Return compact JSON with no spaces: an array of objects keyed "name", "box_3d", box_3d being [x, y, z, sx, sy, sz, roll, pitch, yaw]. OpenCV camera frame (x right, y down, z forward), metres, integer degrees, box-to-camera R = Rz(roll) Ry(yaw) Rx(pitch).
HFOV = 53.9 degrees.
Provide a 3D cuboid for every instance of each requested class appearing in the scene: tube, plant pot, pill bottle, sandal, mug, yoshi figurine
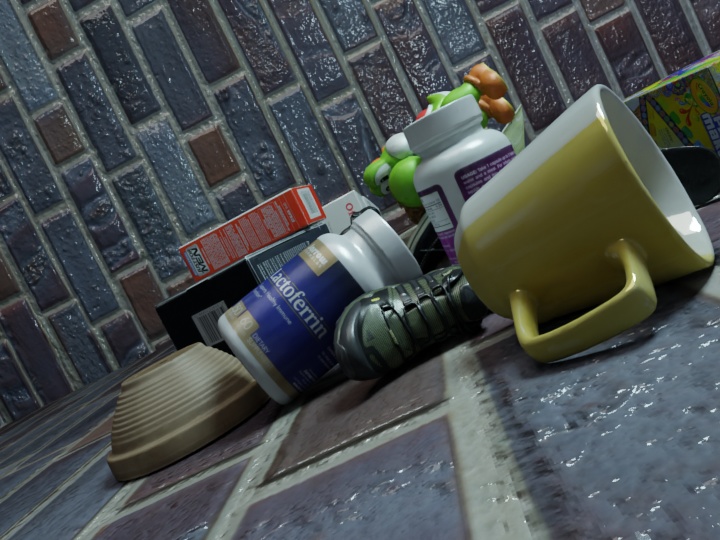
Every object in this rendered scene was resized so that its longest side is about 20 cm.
[{"name":"tube","box_3d":[0.217,-0.136,1.028,0.052,0.201,0.058,-14,46,-3]},{"name":"plant pot","box_3d":[-0.209,0.146,0.813,0.200,0.093,0.201,-27,4,2]},{"name":"pill bottle","box_3d":[0.124,-0.078,0.755,0.112,0.201,0.112,-26,5,2]},{"name":"pill bottle","box_3d":[-0.038,0.034,0.737,0.200,0.116,0.116,-40,6,-6]},{"name":"sandal","box_3d":[0.257,-0.090,0.721,0.200,0.076,0.048,-7,6,36]},{"name":"mug","box_3d":[0.146,-0.031,0.522,0.153,0.150,0.186,-33,-6,32]},{"name":"yoshi figurine","box_3d":[0.099,-0.146,0.853,0.200,0.113,0.112,-39,12,4]}]

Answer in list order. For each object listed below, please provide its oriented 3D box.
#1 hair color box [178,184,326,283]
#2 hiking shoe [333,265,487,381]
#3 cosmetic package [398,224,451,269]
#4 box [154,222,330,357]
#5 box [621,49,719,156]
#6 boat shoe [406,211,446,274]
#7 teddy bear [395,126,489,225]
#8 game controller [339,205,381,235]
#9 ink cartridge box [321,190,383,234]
[{"name":"hair color box","box_3d":[-0.161,-0.057,1.076,0.199,0.064,0.111,-25,4,15]},{"name":"hiking shoe","box_3d":[0.060,0.034,0.647,0.200,0.076,0.101,-30,2,-42]},{"name":"cosmetic package","box_3d":[0.113,-0.031,1.021,0.103,0.088,0.200,-24,6,45]},{"name":"box","box_3d":[-0.146,0.040,1.023,0.199,0.124,0.196,-25,5,33]},{"name":"box","box_3d":[0.414,-0.182,0.804,0.199,0.122,0.193,-28,6,-18]},{"name":"boat shoe","box_3d":[0.112,-0.052,0.854,0.200,0.062,0.075,-58,-21,18]},{"name":"teddy bear","box_3d":[0.114,-0.139,0.960,0.145,0.201,0.067,21,-18,-31]},{"name":"game controller","box_3d":[0.000,0.000,0.942,0.105,0.042,0.200,-57,25,33]},{"name":"ink cartridge box","box_3d":[-0.046,-0.017,1.213,0.199,0.148,0.145,-26,-12,13]}]
